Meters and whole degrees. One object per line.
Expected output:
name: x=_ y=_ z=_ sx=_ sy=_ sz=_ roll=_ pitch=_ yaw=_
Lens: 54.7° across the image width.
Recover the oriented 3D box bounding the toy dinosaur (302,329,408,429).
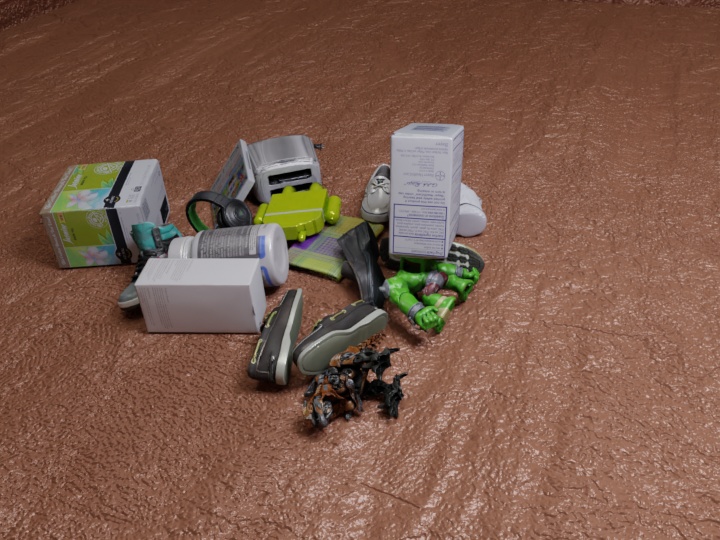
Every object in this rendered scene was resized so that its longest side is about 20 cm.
toy dinosaur: x=-0.010 y=0.153 z=1.032 sx=0.135 sy=0.102 sz=0.201 roll=-2 pitch=54 yaw=33

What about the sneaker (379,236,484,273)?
sneaker: x=0.140 y=-0.040 z=1.304 sx=0.198 sy=0.078 sz=0.089 roll=14 pitch=30 yaw=20

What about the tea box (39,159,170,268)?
tea box: x=-0.512 y=-0.119 z=1.422 sx=0.195 sy=0.135 sz=0.201 roll=-6 pitch=35 yaw=-1

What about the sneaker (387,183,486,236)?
sneaker: x=0.157 y=-0.128 z=1.422 sx=0.198 sy=0.076 sz=0.115 roll=6 pitch=36 yaw=6

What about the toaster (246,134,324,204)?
toaster: x=-0.165 y=-0.225 z=1.557 sx=0.198 sy=0.114 sz=0.130 roll=-11 pitch=40 yaw=-10

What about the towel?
towel: x=-0.052 y=-0.053 z=1.379 sx=0.143 sy=0.023 sz=0.200 roll=14 pitch=40 yaw=23

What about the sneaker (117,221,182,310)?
sneaker: x=-0.391 y=-0.026 z=1.276 sx=0.083 sy=0.122 sz=0.200 roll=-7 pitch=29 yaw=28

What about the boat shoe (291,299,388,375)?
boat shoe: x=-0.041 y=0.103 z=1.105 sx=0.060 sy=0.072 sz=0.200 roll=32 pitch=35 yaw=30

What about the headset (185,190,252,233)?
headset: x=-0.254 y=-0.073 z=1.357 sx=0.199 sy=0.124 sz=0.094 roll=26 pitch=51 yaw=0

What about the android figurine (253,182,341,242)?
android figurine: x=-0.130 y=-0.117 z=1.426 sx=0.180 sy=0.041 sz=0.201 roll=-6 pitch=35 yaw=7

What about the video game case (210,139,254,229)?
video game case: x=-0.279 y=-0.182 z=1.499 sx=0.018 sy=0.144 sz=0.201 roll=25 pitch=24 yaw=-28

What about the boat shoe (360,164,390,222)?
boat shoe: x=0.043 y=-0.168 z=1.479 sx=0.071 sy=0.066 sz=0.200 roll=6 pitch=31 yaw=10

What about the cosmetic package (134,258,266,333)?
cosmetic package: x=-0.269 y=0.043 z=1.193 sx=0.198 sy=0.108 sz=0.085 roll=0 pitch=34 yaw=4

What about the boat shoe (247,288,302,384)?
boat shoe: x=-0.133 y=0.098 z=1.122 sx=0.060 sy=0.072 sz=0.202 roll=4 pitch=37 yaw=3

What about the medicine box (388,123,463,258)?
medicine box: x=0.115 y=-0.141 z=1.191 sx=0.102 sy=0.202 sz=0.182 roll=5 pitch=18 yaw=13

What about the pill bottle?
pill bottle: x=-0.239 y=-0.021 z=1.267 sx=0.198 sy=0.115 sz=0.114 roll=-5 pitch=35 yaw=9

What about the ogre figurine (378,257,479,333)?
ogre figurine: x=0.116 y=0.027 z=1.188 sx=0.119 sy=0.099 sz=0.200 roll=28 pitch=56 yaw=21

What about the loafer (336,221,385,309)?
loafer: x=0.000 y=0.000 z=1.264 sx=0.072 sy=0.073 sz=0.201 roll=-21 pitch=42 yaw=13
